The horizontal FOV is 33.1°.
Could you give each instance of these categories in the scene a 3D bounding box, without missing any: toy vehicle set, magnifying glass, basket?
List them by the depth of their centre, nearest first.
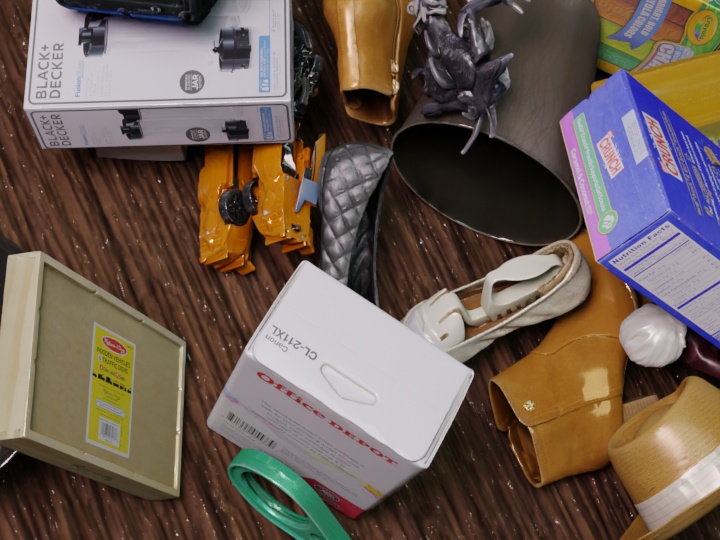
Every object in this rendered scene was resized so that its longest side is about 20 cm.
[{"bbox_3d":[-0.185,0.081,0.859,0.026,0.200,0.126,-9,66,19],"label":"toy vehicle set"},{"bbox_3d":[-0.022,0.208,0.919,0.200,0.079,0.022,42,61,-8],"label":"magnifying glass"},{"bbox_3d":[0.138,-0.151,1.070,0.179,0.136,0.202,29,60,-12],"label":"basket"}]

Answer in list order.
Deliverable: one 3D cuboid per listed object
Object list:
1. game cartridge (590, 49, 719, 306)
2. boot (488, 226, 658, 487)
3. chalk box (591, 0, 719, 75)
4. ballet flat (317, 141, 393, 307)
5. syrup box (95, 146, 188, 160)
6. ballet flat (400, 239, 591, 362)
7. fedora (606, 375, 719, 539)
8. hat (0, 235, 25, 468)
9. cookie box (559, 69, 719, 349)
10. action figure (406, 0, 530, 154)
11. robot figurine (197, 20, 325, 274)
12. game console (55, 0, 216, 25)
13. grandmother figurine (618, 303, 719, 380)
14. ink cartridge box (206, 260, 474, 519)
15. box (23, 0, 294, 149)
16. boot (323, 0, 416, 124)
[{"bbox_3d":[0.296,-0.087,1.089,0.175,0.032,0.203,-17,106,-22],"label":"game cartridge"},{"bbox_3d":[0.167,0.069,1.018,0.143,0.071,0.203,-12,79,-27],"label":"boot"},{"bbox_3d":[0.284,-0.257,1.145,0.198,0.125,0.125,22,54,-5],"label":"chalk box"},{"bbox_3d":[0.000,0.000,0.958,0.056,0.066,0.203,1,101,24],"label":"ballet flat"},{"bbox_3d":[-0.177,-0.200,1.018,0.080,0.079,0.202,3,68,0],"label":"syrup box"},{"bbox_3d":[0.094,0.028,0.990,0.198,0.063,0.068,-26,51,-3],"label":"ballet flat"},{"bbox_3d":[0.254,0.139,0.953,0.200,0.201,0.082,-33,80,-24],"label":"fedora"},{"bbox_3d":[-0.294,0.072,0.878,0.198,0.081,0.203,-3,69,8],"label":"hat"},{"bbox_3d":[0.261,-0.040,0.964,0.199,0.075,0.172,32,36,-29],"label":"cookie box"},{"bbox_3d":[0.082,-0.198,0.946,0.101,0.119,0.202,-17,85,-30],"label":"action figure"},{"bbox_3d":[-0.082,-0.105,0.997,0.058,0.144,0.203,25,59,-46],"label":"robot figurine"},{"bbox_3d":[-0.120,-0.279,0.896,0.168,0.119,0.201,9,38,12],"label":"game console"},{"bbox_3d":[0.299,0.065,1.025,0.198,0.061,0.121,10,22,-33],"label":"grandmother figurine"},{"bbox_3d":[-0.021,0.095,0.886,0.145,0.200,0.083,33,64,-1],"label":"ink cartridge box"},{"bbox_3d":[-0.150,-0.158,0.925,0.197,0.060,0.118,-1,67,0],"label":"box"},{"bbox_3d":[0.019,-0.198,1.049,0.070,0.201,0.146,-5,87,22],"label":"boot"}]
